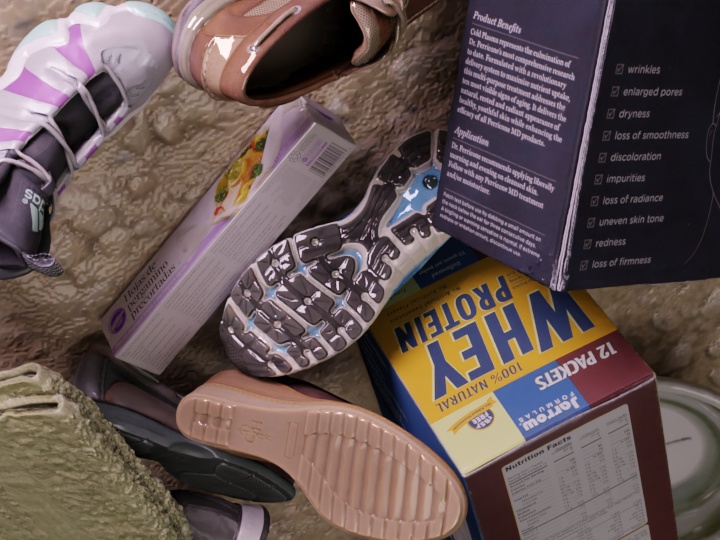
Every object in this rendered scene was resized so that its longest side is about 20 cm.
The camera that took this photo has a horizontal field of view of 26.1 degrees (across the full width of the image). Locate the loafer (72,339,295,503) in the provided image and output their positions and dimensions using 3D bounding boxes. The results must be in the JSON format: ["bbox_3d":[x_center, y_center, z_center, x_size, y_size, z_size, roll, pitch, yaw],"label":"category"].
[{"bbox_3d":[-0.111,0.104,1.038,0.072,0.063,0.200,-11,152,37],"label":"loafer"}]

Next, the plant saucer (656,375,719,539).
[{"bbox_3d":[0.224,0.147,1.233,0.200,0.050,0.200,5,129,6],"label":"plant saucer"}]

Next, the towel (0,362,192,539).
[{"bbox_3d":[-0.202,0.124,0.979,0.148,0.037,0.200,-5,140,24],"label":"towel"}]

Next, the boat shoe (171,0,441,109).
[{"bbox_3d":[-0.005,-0.141,0.860,0.200,0.072,0.076,-31,138,-21],"label":"boat shoe"}]

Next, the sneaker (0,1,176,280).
[{"bbox_3d":[-0.167,-0.051,0.815,0.200,0.140,0.078,-33,135,2],"label":"sneaker"}]

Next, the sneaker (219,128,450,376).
[{"bbox_3d":[0.000,0.000,0.985,0.200,0.078,0.090,-38,169,-7],"label":"sneaker"}]

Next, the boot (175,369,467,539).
[{"bbox_3d":[-0.002,0.107,0.982,0.166,0.200,0.073,0,108,-67],"label":"boot"}]

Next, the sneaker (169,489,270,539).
[{"bbox_3d":[-0.153,0.219,1.116,0.090,0.067,0.200,28,123,-21],"label":"sneaker"}]

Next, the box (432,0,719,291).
[{"bbox_3d":[0.166,-0.104,0.914,0.200,0.124,0.197,-4,112,-35],"label":"box"}]

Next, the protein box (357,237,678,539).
[{"bbox_3d":[0.101,0.100,1.050,0.135,0.199,0.200,-26,135,-8],"label":"protein box"}]

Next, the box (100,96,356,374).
[{"bbox_3d":[-0.084,-0.022,0.959,0.041,0.039,0.200,26,112,-40],"label":"box"}]
